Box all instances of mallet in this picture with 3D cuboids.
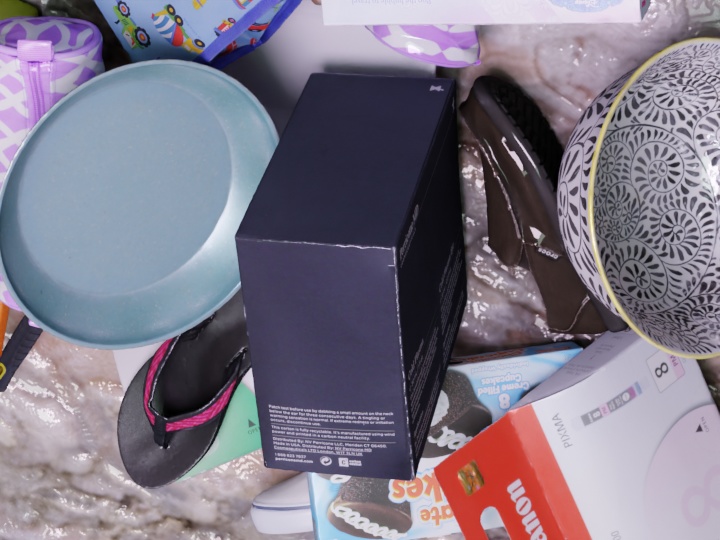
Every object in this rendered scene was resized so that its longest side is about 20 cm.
[{"bbox_3d":[-0.210,0.016,1.527,0.066,0.041,0.201,36,114,17],"label":"mallet"}]

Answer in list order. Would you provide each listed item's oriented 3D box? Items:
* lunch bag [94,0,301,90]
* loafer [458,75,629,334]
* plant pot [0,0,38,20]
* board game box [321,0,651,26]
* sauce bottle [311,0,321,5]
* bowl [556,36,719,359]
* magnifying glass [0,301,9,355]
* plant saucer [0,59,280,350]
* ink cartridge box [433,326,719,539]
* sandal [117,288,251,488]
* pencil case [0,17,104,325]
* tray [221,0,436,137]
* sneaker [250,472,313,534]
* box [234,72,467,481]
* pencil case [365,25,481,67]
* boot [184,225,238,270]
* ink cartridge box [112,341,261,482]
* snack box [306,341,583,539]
[{"bbox_3d":[-0.102,-0.213,1.311,0.151,0.094,0.200,58,155,-1],"label":"lunch bag"},{"bbox_3d":[0.112,-0.034,1.422,0.071,0.073,0.201,-24,106,20],"label":"loafer"},{"bbox_3d":[-0.348,-0.091,1.448,0.198,0.182,0.201,16,116,5],"label":"plant pot"},{"bbox_3d":[0.066,-0.245,1.244,0.198,0.043,0.201,2,114,16],"label":"board game box"},{"bbox_3d":[-0.053,-0.270,1.365,0.064,0.065,0.201,-25,104,22],"label":"sauce bottle"},{"bbox_3d":[0.190,-0.048,1.365,0.094,0.200,0.202,7,123,53],"label":"bowl"},{"bbox_3d":[-0.250,-0.028,1.499,0.022,0.080,0.202,17,114,13],"label":"magnifying glass"},{"bbox_3d":[-0.144,-0.046,1.354,0.198,0.036,0.202,-15,124,-24],"label":"plant saucer"},{"bbox_3d":[0.164,0.147,1.437,0.057,0.199,0.164,1,121,55],"label":"ink cartridge box"},{"bbox_3d":[-0.114,0.070,1.492,0.075,0.045,0.201,40,109,9],"label":"sandal"},{"bbox_3d":[-0.207,-0.065,1.397,0.083,0.086,0.202,2,113,7],"label":"pencil case"},{"bbox_3d":[-0.045,-0.138,1.443,0.198,0.022,0.108,7,114,10],"label":"tray"},{"bbox_3d":[0.007,0.131,1.531,0.198,0.073,0.071,-21,99,11],"label":"sneaker"},{"bbox_3d":[0.000,0.000,1.378,0.103,0.201,0.183,4,125,12],"label":"box"},{"bbox_3d":[0.069,-0.223,1.335,0.085,0.084,0.201,7,114,-28],"label":"pencil case"},{"bbox_3d":[-0.141,-0.064,1.448,0.199,0.076,0.074,35,144,8],"label":"boot"},{"bbox_3d":[-0.110,0.036,1.523,0.160,0.050,0.201,-23,108,21],"label":"ink cartridge box"},{"bbox_3d":[0.060,0.121,1.464,0.198,0.037,0.117,-8,97,-7],"label":"snack box"}]
